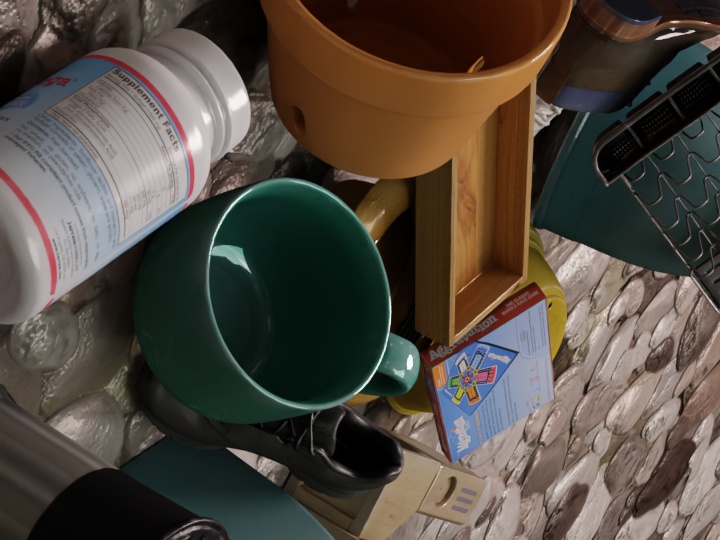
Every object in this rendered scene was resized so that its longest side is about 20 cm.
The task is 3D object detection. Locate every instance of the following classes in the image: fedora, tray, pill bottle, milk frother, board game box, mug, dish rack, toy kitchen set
[{"bbox_3d":[0.000,0.000,1.774,0.201,0.082,0.201,-38,141,-38],"label":"fedora"},{"bbox_3d":[0.080,-0.052,1.739,0.099,0.037,0.200,-40,144,-37],"label":"tray"},{"bbox_3d":[-0.159,-0.062,1.424,0.200,0.109,0.109,-38,144,-38],"label":"pill bottle"},{"bbox_3d":[-0.213,0.166,1.454,0.181,0.188,0.200,-54,151,-16],"label":"milk frother"},{"bbox_3d":[0.101,0.082,1.892,0.103,0.019,0.200,-33,156,-9],"label":"board game box"},{"bbox_3d":[-0.065,0.037,1.609,0.152,0.114,0.185,-41,107,-38],"label":"mug"},{"bbox_3d":[0.282,-0.064,1.855,0.153,0.055,0.200,-35,109,10],"label":"dish rack"},{"bbox_3d":[0.025,0.244,1.948,0.200,0.163,0.180,-62,152,1],"label":"toy kitchen set"}]

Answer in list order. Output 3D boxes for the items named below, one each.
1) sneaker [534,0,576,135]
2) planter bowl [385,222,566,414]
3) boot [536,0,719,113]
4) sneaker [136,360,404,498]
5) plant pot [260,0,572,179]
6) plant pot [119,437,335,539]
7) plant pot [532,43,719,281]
[{"bbox_3d":[0.145,-0.154,1.881,0.200,0.081,0.075,-61,154,2],"label":"sneaker"},{"bbox_3d":[0.110,0.046,1.998,0.200,0.083,0.201,-40,146,-35],"label":"planter bowl"},{"bbox_3d":[0.203,-0.172,1.840,0.200,0.075,0.097,-7,140,-52],"label":"boot"},{"bbox_3d":[-0.056,0.099,1.685,0.200,0.091,0.076,20,77,-21],"label":"sneaker"},{"bbox_3d":[0.023,-0.153,1.577,0.200,0.200,0.140,-39,160,-36],"label":"plant pot"},{"bbox_3d":[-0.093,0.235,1.703,0.141,0.200,0.142,-32,141,-43],"label":"plant pot"},{"bbox_3d":[0.266,-0.081,1.974,0.200,0.188,0.200,-59,170,-16],"label":"plant pot"}]
